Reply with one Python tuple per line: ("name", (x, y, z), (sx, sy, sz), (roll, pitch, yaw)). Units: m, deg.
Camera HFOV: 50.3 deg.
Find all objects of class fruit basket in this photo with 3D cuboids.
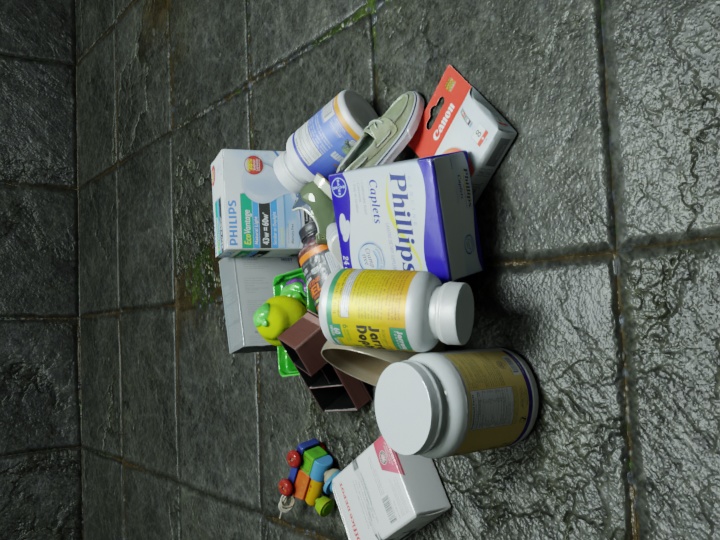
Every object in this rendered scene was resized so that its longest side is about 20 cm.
("fruit basket", (-0.134, 0.100, 1.463), (0.155, 0.215, 0.217), (-15, 77, 53))

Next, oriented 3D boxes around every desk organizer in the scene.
("desk organizer", (-0.063, 0.176, 1.373), (0.072, 0.077, 0.201), (24, 147, 53))

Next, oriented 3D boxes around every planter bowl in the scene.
("planter bowl", (0.053, 0.105, 1.229), (0.200, 0.200, 0.135), (-8, 55, 54))

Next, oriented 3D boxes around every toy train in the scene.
("toy train", (-0.099, 0.447, 1.519), (0.115, 0.084, 0.201), (33, 116, 35))

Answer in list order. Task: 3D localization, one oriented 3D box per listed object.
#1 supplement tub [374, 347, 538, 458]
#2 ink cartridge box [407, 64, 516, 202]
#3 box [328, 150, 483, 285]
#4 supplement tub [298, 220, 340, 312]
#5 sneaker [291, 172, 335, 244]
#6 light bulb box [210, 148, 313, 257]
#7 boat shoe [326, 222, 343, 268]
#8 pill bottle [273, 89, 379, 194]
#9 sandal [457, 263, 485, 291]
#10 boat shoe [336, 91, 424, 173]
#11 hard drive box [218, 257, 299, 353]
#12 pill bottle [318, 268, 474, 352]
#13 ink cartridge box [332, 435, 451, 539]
("supplement tub", (0.135, 0.185, 1.076), (0.145, 0.199, 0.147), (-1, 89, 55))
("ink cartridge box", (0.141, -0.209, 1.205), (0.200, 0.050, 0.163), (55, 132, 35))
("box", (0.068, -0.074, 1.164), (0.199, 0.105, 0.185), (-4, 98, 39))
("supplement tub", (-0.049, 0.007, 1.405), (0.107, 0.106, 0.201), (-41, 65, 47))
("sneaker", (-0.038, -0.071, 1.352), (0.090, 0.067, 0.200), (-42, 93, 4))
("light bulb box", (-0.185, -0.129, 1.519), (0.125, 0.199, 0.200), (160, 107, -68))
("boat shoe", (0.000, 0.000, 1.313), (0.072, 0.200, 0.069), (-38, 31, 5))
("pill bottle", (-0.064, -0.227, 1.401), (0.200, 0.112, 0.113), (-35, 60, 30))
("sandal", (0.116, 0.014, 1.236), (0.200, 0.048, 0.076), (-22, 72, 52))
("boat shoe", (0.035, -0.221, 1.285), (0.201, 0.062, 0.072), (-58, 35, -2))
("hard drive box", (-0.200, 0.065, 1.594), (0.077, 0.155, 0.201), (-27, 67, 52))
("pill bottle", (0.052, 0.055, 1.069), (0.199, 0.113, 0.114), (2, 91, 26))
("ink cartridge box", (0.046, 0.380, 1.301), (0.200, 0.084, 0.146), (-49, 51, 40))
